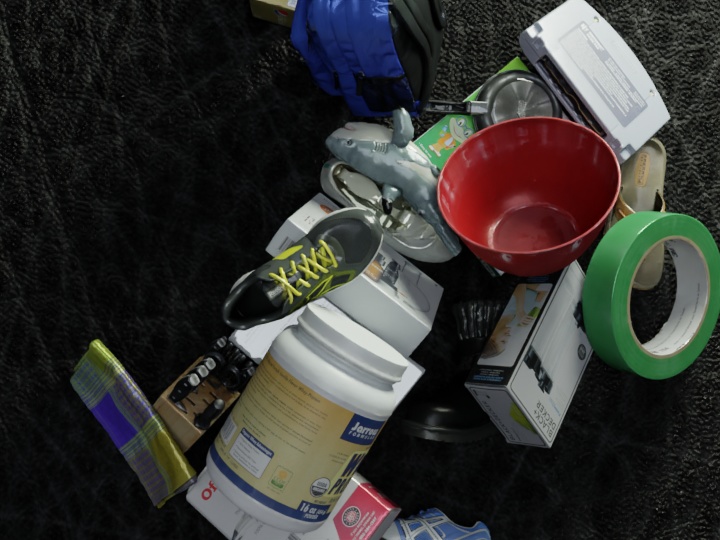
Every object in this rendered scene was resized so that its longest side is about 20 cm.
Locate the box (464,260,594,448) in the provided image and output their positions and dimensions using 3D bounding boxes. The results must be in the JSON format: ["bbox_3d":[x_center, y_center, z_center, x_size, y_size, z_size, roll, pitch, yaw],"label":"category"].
[{"bbox_3d":[0.210,0.091,0.993,0.117,0.060,0.200,53,55,-30],"label":"box"}]

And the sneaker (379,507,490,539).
[{"bbox_3d":[0.064,0.331,1.036,0.199,0.076,0.077,12,48,5],"label":"sneaker"}]

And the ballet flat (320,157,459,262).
[{"bbox_3d":[0.036,-0.073,1.048,0.200,0.069,0.070,34,85,-2],"label":"ballet flat"}]

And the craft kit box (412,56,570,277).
[{"bbox_3d":[0.183,-0.129,1.073,0.197,0.049,0.200,-40,90,-8],"label":"craft kit box"}]

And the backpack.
[{"bbox_3d":[0.004,-0.284,0.974,0.167,0.200,0.163,1,69,14],"label":"backpack"}]

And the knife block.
[{"bbox_3d":[-0.195,0.157,0.951,0.064,0.176,0.200,44,97,0],"label":"knife block"}]

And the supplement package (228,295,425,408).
[{"bbox_3d":[-0.040,0.098,1.008,0.200,0.117,0.117,40,86,-1],"label":"supplement package"}]

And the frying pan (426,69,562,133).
[{"bbox_3d":[0.162,-0.210,1.044,0.190,0.031,0.115,27,84,-5],"label":"frying pan"}]

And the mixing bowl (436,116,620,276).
[{"bbox_3d":[0.194,-0.067,0.976,0.200,0.108,0.201,-8,52,11],"label":"mixing bowl"}]

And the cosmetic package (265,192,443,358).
[{"bbox_3d":[0.000,0.000,0.997,0.200,0.151,0.052,38,108,-2],"label":"cosmetic package"}]

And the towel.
[{"bbox_3d":[-0.266,0.180,0.982,0.023,0.144,0.200,-33,88,-37],"label":"towel"}]

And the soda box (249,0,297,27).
[{"bbox_3d":[-0.080,-0.411,1.056,0.064,0.068,0.201,16,86,-3],"label":"soda box"}]

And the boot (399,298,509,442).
[{"bbox_3d":[0.126,0.113,1.008,0.211,0.079,0.158,-3,91,-44],"label":"boot"}]

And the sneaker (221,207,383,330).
[{"bbox_3d":[-0.061,0.008,0.887,0.200,0.085,0.075,-35,97,16],"label":"sneaker"}]

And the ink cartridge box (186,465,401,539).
[{"bbox_3d":[-0.077,0.269,0.985,0.200,0.084,0.145,36,85,18],"label":"ink cartridge box"}]

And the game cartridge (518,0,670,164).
[{"bbox_3d":[0.297,-0.241,1.062,0.133,0.041,0.200,-38,92,-29],"label":"game cartridge"}]

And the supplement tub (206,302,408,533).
[{"bbox_3d":[-0.053,0.149,0.876,0.144,0.144,0.200,31,95,-2],"label":"supplement tub"}]

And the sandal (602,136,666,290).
[{"bbox_3d":[0.355,-0.077,1.075,0.080,0.054,0.201,7,87,-3],"label":"sandal"}]

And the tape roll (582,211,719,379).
[{"bbox_3d":[0.356,0.029,1.028,0.200,0.048,0.201,-6,101,-32],"label":"tape roll"}]

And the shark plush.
[{"bbox_3d":[0.047,-0.096,1.012,0.083,0.091,0.200,-39,100,-26],"label":"shark plush"}]
